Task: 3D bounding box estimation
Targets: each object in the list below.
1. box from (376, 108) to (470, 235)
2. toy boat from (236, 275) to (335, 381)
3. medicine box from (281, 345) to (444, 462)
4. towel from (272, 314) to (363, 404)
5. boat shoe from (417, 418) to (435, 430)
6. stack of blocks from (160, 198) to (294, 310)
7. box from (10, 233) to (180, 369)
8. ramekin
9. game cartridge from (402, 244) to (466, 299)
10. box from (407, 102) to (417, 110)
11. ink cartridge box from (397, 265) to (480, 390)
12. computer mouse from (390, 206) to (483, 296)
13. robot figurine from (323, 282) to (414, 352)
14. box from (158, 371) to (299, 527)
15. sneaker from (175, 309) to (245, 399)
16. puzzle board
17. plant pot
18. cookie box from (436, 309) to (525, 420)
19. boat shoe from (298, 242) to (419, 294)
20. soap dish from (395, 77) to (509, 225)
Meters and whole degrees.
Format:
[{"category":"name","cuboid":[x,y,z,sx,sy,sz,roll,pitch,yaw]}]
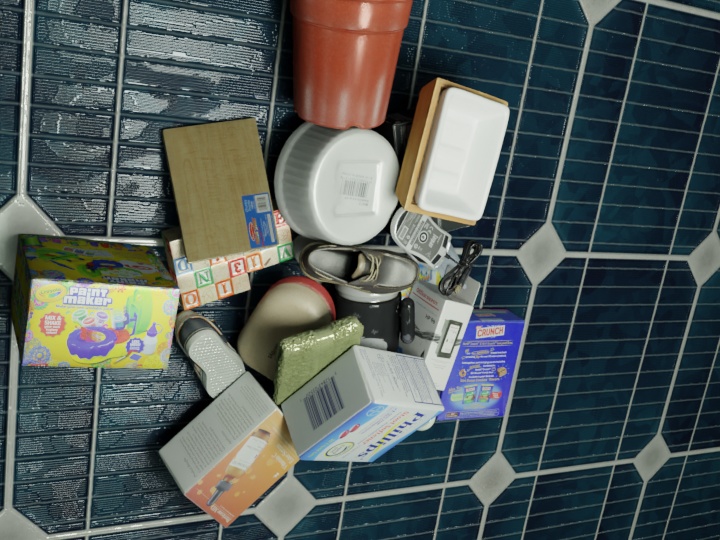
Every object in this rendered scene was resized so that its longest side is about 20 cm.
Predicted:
[{"category":"box","cuboid":[0.108,-0.165,1.406,0.138,0.079,0.205,-13,114,-19]},{"category":"toy boat","cuboid":[-0.115,0.083,1.395,0.129,0.132,0.201,32,129,-7]},{"category":"medicine box","cuboid":[0.005,0.224,1.369,0.181,0.104,0.198,-40,146,26]},{"category":"towel","cuboid":[-0.072,0.145,1.325,0.145,0.037,0.202,-17,150,-17]},{"category":"boat shoe","cuboid":[0.075,0.234,1.503,0.071,0.199,0.071,-54,131,-7]},{"category":"stack of blocks","cuboid":[-0.208,-0.028,1.335,0.196,0.058,0.118,-19,116,-21]},{"category":"box","cuboid":[-0.382,0.042,1.187,0.196,0.192,0.125,6,106,-29]},{"category":"ramekin","cuboid":[-0.029,-0.138,1.316,0.197,0.097,0.206,-12,111,-34]},{"category":"game cartridge","cuboid":[0.108,0.037,1.544,0.199,0.040,0.134,-41,118,-10]},{"category":"box","cuboid":[0.080,-0.198,1.445,0.199,0.032,0.122,-42,122,-10]},{"category":"ink cartridge box","cuboid":[0.129,0.095,1.488,0.067,0.116,0.204,13,100,-30]},{"category":"computer mouse","cuboid":[0.116,-0.045,1.385,0.199,0.044,0.111,36,82,-33]},{"category":"robot figurine","cuboid":[0.011,0.077,1.435,0.146,0.125,0.205,-2,108,-12]},{"category":"box","cuboid":[-0.208,0.302,1.405,0.199,0.106,0.153,-42,140,-9]},{"category":"sneaker","cuboid":[-0.246,0.135,1.371,0.078,0.080,0.202,-32,145,-14]},{"category":"puzzle board","cuboid":[-0.214,-0.124,1.280,0.147,0.017,0.205,-11,90,-23]},{"category":"plant pot","cuboid":[-0.023,-0.330,1.257,0.196,0.201,0.200,-6,120,-26]},{"category":"cookie box","cuboid":[0.220,0.181,1.632,0.167,0.075,0.205,2,107,-28]},{"category":"boat shoe","cuboid":[0.000,0.000,1.318,0.195,0.073,0.077,5,93,-7]},{"category":"soap dish","cuboid":[0.141,-0.185,1.311,0.155,0.081,0.205,8,102,-37]}]
